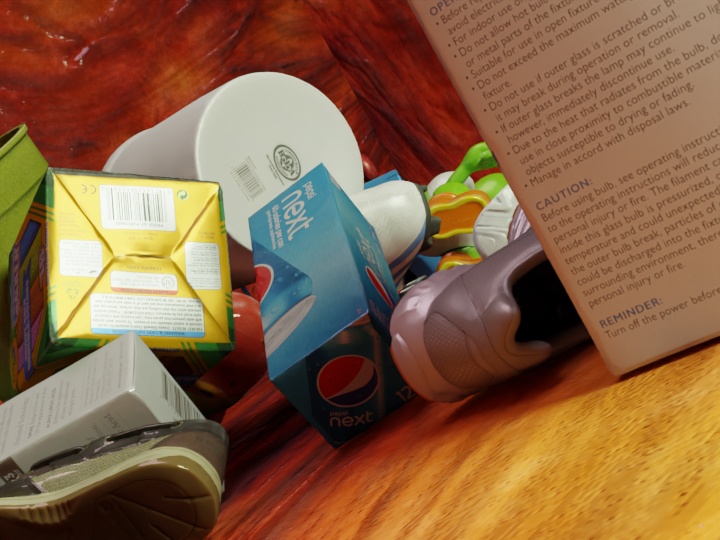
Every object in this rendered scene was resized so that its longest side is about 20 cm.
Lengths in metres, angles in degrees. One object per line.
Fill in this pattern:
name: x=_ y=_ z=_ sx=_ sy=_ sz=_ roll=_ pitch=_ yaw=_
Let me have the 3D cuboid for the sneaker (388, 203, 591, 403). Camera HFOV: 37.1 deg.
sneaker: x=0.109 y=-0.002 z=0.529 sx=0.200 sy=0.076 sz=0.092 roll=-40 pitch=15 yaw=-33

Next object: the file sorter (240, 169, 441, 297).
file sorter: x=-0.011 y=0.003 z=1.114 sx=0.123 sy=0.139 sz=0.200 roll=-34 pitch=-1 yaw=31

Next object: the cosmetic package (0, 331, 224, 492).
cosmetic package: x=-0.195 y=0.134 z=0.663 sx=0.200 sy=0.102 sz=0.074 roll=-31 pitch=28 yaw=5

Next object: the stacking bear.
stacking bear: x=-0.131 y=0.071 z=0.900 sx=0.200 sy=0.121 sz=0.114 roll=-27 pitch=34 yaw=62

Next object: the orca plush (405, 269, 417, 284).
orca plush: x=0.033 y=-0.041 z=0.997 sx=0.200 sy=0.105 sz=0.071 roll=2 pitch=-57 yaw=-53

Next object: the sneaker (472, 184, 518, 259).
sneaker: x=0.165 y=-0.043 z=0.777 sx=0.199 sy=0.078 sz=0.099 roll=-21 pitch=-7 yaw=-16

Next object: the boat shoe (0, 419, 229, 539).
boat shoe: x=-0.154 y=0.135 z=0.593 sx=0.199 sy=0.073 sz=0.065 roll=-18 pitch=18 yaw=22

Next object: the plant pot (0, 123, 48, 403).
plant pot: x=-0.302 y=0.013 z=0.912 sx=0.200 sy=0.193 sz=0.201 roll=-31 pitch=21 yaw=14

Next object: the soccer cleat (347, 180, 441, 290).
soccer cleat: x=0.000 y=0.000 z=0.862 sx=0.086 sy=0.070 sz=0.200 roll=-8 pitch=-35 yaw=-18

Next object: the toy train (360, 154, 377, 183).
toy train: x=-0.047 y=-0.119 z=1.233 sx=0.085 sy=0.116 sz=0.200 roll=-35 pitch=-2 yaw=-3

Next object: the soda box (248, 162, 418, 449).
soda box: x=-0.020 y=0.013 z=0.655 sx=0.068 sy=0.064 sz=0.200 roll=-35 pitch=28 yaw=10

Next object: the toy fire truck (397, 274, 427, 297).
toy fire truck: x=-0.005 y=0.060 z=0.766 sx=0.141 sy=0.049 sz=0.200 roll=-30 pitch=2 yaw=16

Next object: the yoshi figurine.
yoshi figurine: x=0.105 y=-0.047 z=0.928 sx=0.113 sy=0.112 sz=0.200 roll=-51 pitch=7 yaw=16

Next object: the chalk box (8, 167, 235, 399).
chalk box: x=-0.183 y=0.027 z=0.775 sx=0.124 sy=0.124 sz=0.200 roll=3 pitch=-23 yaw=-26

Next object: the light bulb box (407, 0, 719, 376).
light bulb box: x=0.134 y=-0.096 z=0.453 sx=0.125 sy=0.200 sz=0.198 roll=-28 pitch=2 yaw=32

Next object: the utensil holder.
utensil holder: x=-0.114 y=-0.067 z=0.928 sx=0.170 sy=0.170 sz=0.200 roll=-31 pitch=8 yaw=-36
